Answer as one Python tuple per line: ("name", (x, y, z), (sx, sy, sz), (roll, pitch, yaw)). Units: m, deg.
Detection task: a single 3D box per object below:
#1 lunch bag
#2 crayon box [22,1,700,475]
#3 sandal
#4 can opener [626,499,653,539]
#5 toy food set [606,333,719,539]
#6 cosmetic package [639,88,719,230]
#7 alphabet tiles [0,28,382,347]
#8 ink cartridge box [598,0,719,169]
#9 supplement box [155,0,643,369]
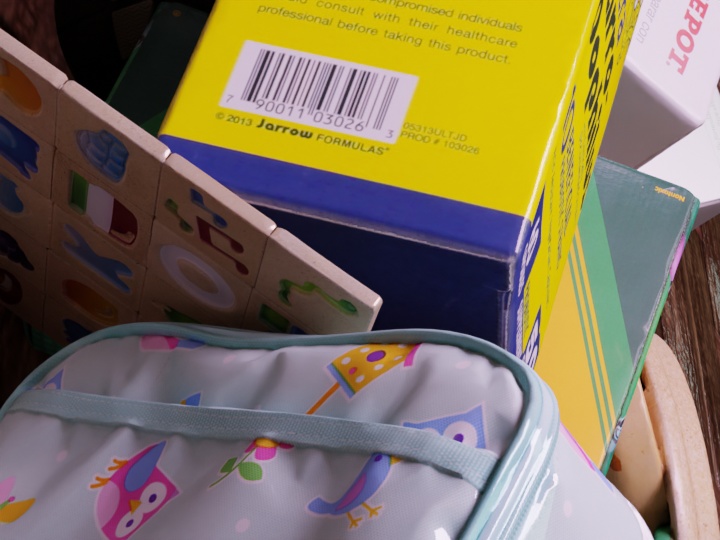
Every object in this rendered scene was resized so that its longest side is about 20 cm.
("lunch bag", (-0.038, 0.086, 0.529), (0.077, 0.199, 0.161), (50, 57, -37))
("crayon box", (0.000, 0.000, 0.715), (0.058, 0.199, 0.119), (100, 12, -59))
("sandal", (-0.060, -0.073, 0.817), (0.201, 0.079, 0.057), (73, 32, -52))
("can opener", (0.019, 0.115, 0.695), (0.067, 0.199, 0.054), (154, -75, -68))
("toy food set", (0.106, 0.114, 0.858), (0.200, 0.048, 0.199), (106, -21, -78))
("cosmetic package", (0.116, -0.051, 1.148), (0.200, 0.085, 0.108), (-36, -112, 64))
("alphabet tiles", (-0.062, 0.004, 0.613), (0.200, 0.006, 0.167), (35, -25, 7))
("ink cartridge box", (0.055, -0.145, 0.827), (0.200, 0.084, 0.146), (38, 49, -16))
("supplement box", (0.021, -0.066, 0.651), (0.109, 0.109, 0.201), (85, 21, -58))
